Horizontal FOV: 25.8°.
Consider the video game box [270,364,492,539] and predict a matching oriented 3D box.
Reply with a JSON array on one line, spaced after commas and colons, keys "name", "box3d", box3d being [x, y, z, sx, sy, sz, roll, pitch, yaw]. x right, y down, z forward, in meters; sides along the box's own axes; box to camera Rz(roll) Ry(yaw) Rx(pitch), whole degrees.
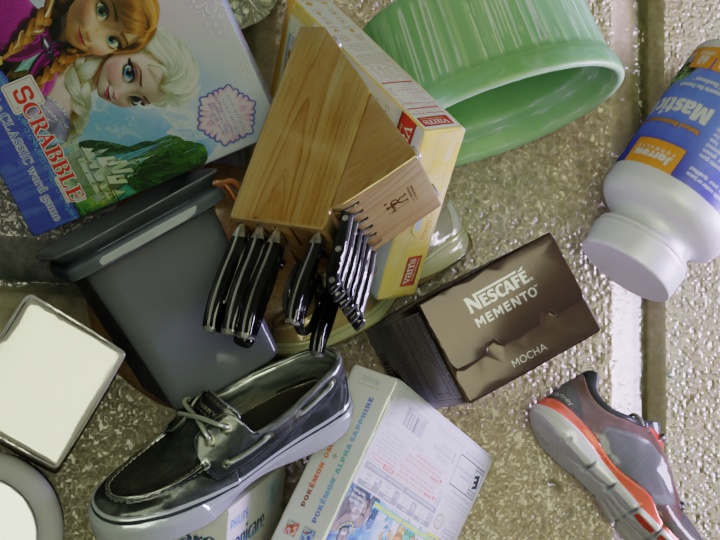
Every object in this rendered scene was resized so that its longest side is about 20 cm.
[{"name": "video game box", "box3d": [0.013, 0.186, 1.153, 0.047, 0.200, 0.183, 16, 75, 31]}]

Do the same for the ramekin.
[{"name": "ramekin", "box3d": [0.092, -0.158, 1.205, 0.200, 0.200, 0.098, -16, 79, -12]}]

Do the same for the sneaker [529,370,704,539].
[{"name": "sneaker", "box3d": [0.227, 0.161, 1.251, 0.082, 0.077, 0.200, -42, 93, -19]}]

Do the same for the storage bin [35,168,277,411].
[{"name": "storage bin", "box3d": [-0.130, 0.012, 1.112, 0.145, 0.200, 0.135, -30, 100, -13]}]

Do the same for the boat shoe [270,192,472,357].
[{"name": "boat shoe", "box3d": [0.002, 0.000, 1.205, 0.200, 0.073, 0.063, -33, 107, -29]}]

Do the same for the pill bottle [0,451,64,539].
[{"name": "pill bottle", "box3d": [-0.262, 0.181, 1.089, 0.112, 0.200, 0.113, 1, 82, -11]}]

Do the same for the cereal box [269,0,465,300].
[{"name": "cereal box", "box3d": [-0.006, -0.093, 1.154, 0.039, 0.144, 0.200, -8, 40, -32]}]

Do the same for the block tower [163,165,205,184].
[{"name": "block tower", "box3d": [-0.170, -0.159, 1.173, 0.200, 0.054, 0.058, 58, 43, -29]}]

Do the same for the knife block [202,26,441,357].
[{"name": "knife block", "box3d": [-0.047, -0.044, 1.032, 0.175, 0.064, 0.200, -32, 56, -1]}]

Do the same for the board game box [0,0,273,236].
[{"name": "board game box", "box3d": [-0.184, -0.151, 1.102, 0.199, 0.041, 0.200, -23, 112, 4]}]

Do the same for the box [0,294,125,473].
[{"name": "box", "box3d": [-0.224, 0.085, 1.108, 0.078, 0.200, 0.095, 31, 79, -5]}]

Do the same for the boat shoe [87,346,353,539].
[{"name": "boat shoe", "box3d": [-0.093, 0.106, 1.025, 0.200, 0.072, 0.071, -29, 133, -29]}]

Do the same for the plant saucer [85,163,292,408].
[{"name": "plant saucer", "box3d": [-0.113, 0.012, 1.223, 0.200, 0.035, 0.201, 1, 83, -10]}]

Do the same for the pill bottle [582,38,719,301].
[{"name": "pill bottle", "box3d": [0.266, -0.078, 1.266, 0.112, 0.112, 0.200, 37, 77, -4]}]

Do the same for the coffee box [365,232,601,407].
[{"name": "coffee box", "box3d": [0.085, 0.043, 1.172, 0.113, 0.200, 0.080, -27, 89, -13]}]

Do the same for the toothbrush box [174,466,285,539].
[{"name": "toothbrush box", "box3d": [-0.117, 0.242, 1.106, 0.086, 0.146, 0.201, 5, 96, 12]}]

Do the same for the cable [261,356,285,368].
[{"name": "cable", "box3d": [-0.100, 0.132, 1.189, 0.200, 0.050, 0.097, -32, 133, -17]}]

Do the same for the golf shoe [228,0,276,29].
[{"name": "golf shoe", "box3d": [-0.099, -0.219, 1.202, 0.200, 0.097, 0.078, -35, 97, -38]}]
